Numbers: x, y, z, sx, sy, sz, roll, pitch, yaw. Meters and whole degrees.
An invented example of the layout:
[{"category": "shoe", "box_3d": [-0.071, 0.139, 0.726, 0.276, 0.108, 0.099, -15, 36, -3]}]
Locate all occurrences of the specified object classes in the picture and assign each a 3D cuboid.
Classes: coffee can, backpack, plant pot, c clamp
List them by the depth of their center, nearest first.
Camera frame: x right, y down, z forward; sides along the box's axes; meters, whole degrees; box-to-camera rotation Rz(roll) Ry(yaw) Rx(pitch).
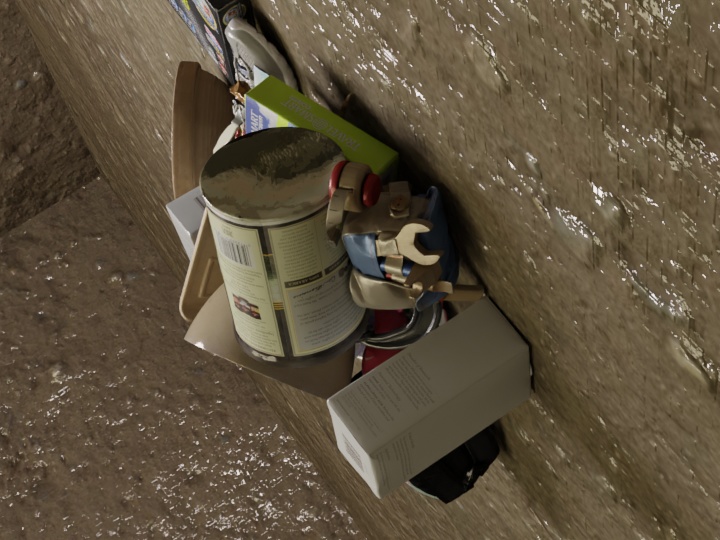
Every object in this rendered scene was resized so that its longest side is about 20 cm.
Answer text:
[{"category": "coffee can", "box_3d": [-0.073, -0.022, 1.478, 0.146, 0.146, 0.201, 46, 154, 43]}, {"category": "c clamp", "box_3d": [0.000, 0.000, 1.589, 0.027, 0.170, 0.201, -15, -101, -62]}, {"category": "plant pot", "box_3d": [-0.086, 0.056, 1.685, 0.200, 0.135, 0.200, 23, 176, 2]}, {"category": "backpack", "box_3d": [0.078, 0.182, 1.762, 0.200, 0.167, 0.127, 49, -177, -34]}, {"category": "plant pot", "box_3d": [-0.198, -0.178, 1.955, 0.201, 0.092, 0.202, -179, 90, -90]}]

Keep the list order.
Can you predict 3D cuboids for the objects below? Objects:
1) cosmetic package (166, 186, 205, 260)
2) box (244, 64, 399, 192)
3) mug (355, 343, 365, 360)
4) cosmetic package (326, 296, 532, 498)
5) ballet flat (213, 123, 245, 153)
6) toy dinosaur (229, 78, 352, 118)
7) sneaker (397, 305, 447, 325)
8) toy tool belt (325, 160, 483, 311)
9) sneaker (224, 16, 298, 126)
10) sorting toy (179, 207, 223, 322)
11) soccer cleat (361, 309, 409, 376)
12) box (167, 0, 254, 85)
[{"category": "cosmetic package", "box_3d": [-0.152, -0.018, 1.832, 0.081, 0.113, 0.200, 46, 164, 47]}, {"category": "box", "box_3d": [-0.051, -0.118, 1.534, 0.200, 0.048, 0.122, 34, 145, 23]}, {"category": "mug", "box_3d": [-0.047, 0.086, 2.059, 0.200, 0.148, 0.175, 29, 172, -23]}, {"category": "cosmetic package", "box_3d": [0.073, 0.129, 1.477, 0.081, 0.200, 0.113, 49, 164, 29]}, {"category": "ballet flat", "box_3d": [-0.163, -0.133, 1.860, 0.201, 0.064, 0.076, -65, 29, 30]}, {"category": "toy dinosaur", "box_3d": [-0.065, -0.161, 1.588, 0.199, 0.061, 0.106, 17, 170, 39]}, {"category": "sneaker", "box_3d": [0.022, 0.009, 1.646, 0.200, 0.087, 0.074, 56, 168, 3]}, {"category": "toy tool belt", "box_3d": [0.051, -0.033, 1.419, 0.122, 0.125, 0.200, 10, 150, 21]}, {"category": "sneaker", "box_3d": [-0.115, -0.197, 1.682, 0.075, 0.082, 0.200, 42, 161, 51]}, {"category": "sorting toy", "box_3d": [-0.111, -0.021, 1.741, 0.037, 0.184, 0.201, -111, 32, -48]}, {"category": "soccer cleat", "box_3d": [0.031, 0.078, 1.702, 0.077, 0.066, 0.201, 86, 178, -57]}, {"category": "box", "box_3d": [-0.194, -0.337, 1.735, 0.200, 0.044, 0.160, 53, 168, 22]}]
